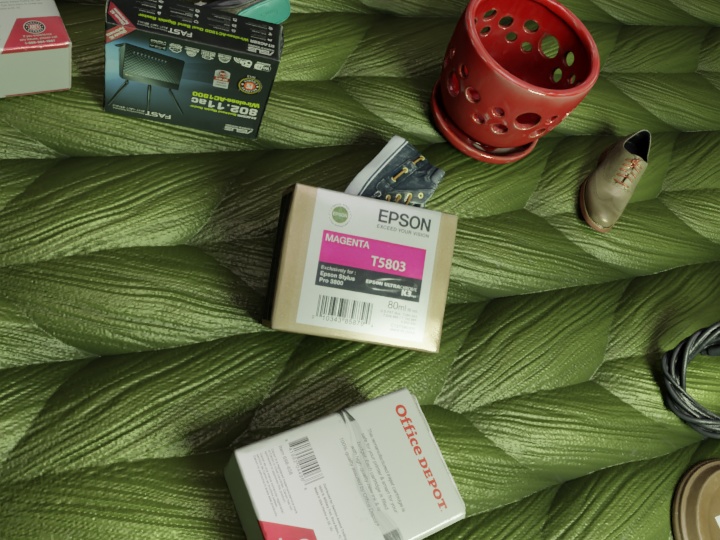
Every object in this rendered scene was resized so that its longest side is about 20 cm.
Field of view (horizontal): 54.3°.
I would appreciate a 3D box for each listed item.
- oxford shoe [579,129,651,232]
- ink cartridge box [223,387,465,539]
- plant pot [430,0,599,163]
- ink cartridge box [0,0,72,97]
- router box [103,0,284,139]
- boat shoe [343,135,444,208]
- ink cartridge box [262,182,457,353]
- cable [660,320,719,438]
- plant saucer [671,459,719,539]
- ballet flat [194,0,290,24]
[{"bbox_3d":[0.389,-0.143,1.063,0.070,0.075,0.200,31,57,-3],"label":"oxford shoe"},{"bbox_3d":[-0.017,0.223,0.708,0.200,0.084,0.145,-15,68,-26],"label":"ink cartridge box"},{"bbox_3d":[0.203,-0.267,0.997,0.200,0.183,0.201,9,60,-16],"label":"plant pot"},{"bbox_3d":[-0.446,-0.309,0.836,0.145,0.083,0.200,-17,70,-28],"label":"ink cartridge box"},{"bbox_3d":[-0.206,-0.244,0.851,0.199,0.150,0.062,8,60,-16],"label":"router box"},{"bbox_3d":[0.037,-0.094,0.906,0.091,0.071,0.200,34,55,4],"label":"boat shoe"},{"bbox_3d":[0.000,0.000,0.807,0.199,0.075,0.165,9,86,-15],"label":"ink cartridge box"},{"bbox_3d":[0.496,0.145,0.912,0.200,0.051,0.164,22,99,14],"label":"cable"},{"bbox_3d":[0.478,0.332,0.868,0.199,0.029,0.201,8,61,-15],"label":"plant saucer"},{"bbox_3d":[-0.191,-0.342,0.967,0.200,0.073,0.073,-31,76,-25],"label":"ballet flat"}]
